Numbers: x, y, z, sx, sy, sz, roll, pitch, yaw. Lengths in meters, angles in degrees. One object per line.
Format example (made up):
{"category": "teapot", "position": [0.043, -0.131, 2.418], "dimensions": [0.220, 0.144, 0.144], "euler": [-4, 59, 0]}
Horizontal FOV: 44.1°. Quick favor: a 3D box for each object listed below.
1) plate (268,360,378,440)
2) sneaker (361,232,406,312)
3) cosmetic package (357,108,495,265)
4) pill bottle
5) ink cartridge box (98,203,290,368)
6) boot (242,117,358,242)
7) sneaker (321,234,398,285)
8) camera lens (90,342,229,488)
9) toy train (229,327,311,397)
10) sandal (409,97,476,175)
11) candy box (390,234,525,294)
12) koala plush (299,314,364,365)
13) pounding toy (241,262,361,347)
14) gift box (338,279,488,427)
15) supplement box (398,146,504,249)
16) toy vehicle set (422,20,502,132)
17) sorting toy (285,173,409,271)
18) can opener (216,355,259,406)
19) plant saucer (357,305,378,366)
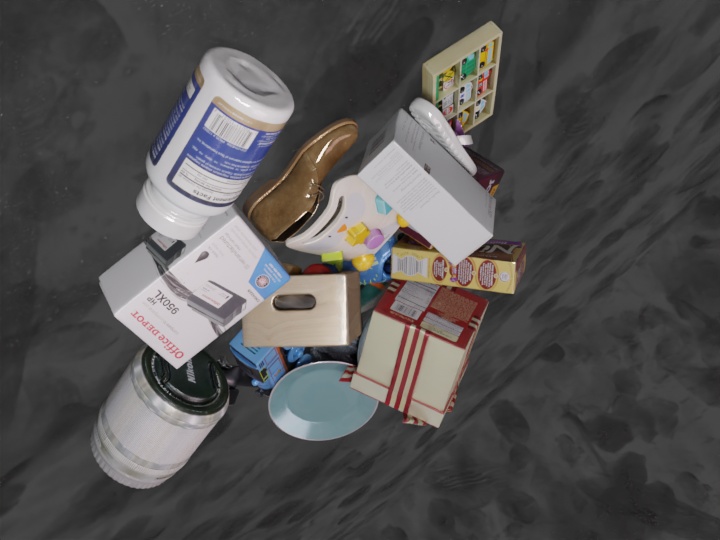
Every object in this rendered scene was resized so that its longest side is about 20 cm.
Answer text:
{"category": "plate", "position": [-0.066, 0.226, 1.571], "dimensions": [0.197, 0.026, 0.202], "euler": [-5, 128, -6]}
{"category": "sneaker", "position": [0.026, 0.009, 1.588], "dimensions": [0.199, 0.080, 0.071], "euler": [-37, -171, -25]}
{"category": "cosmetic package", "position": [0.098, -0.117, 1.260], "dimensions": [0.081, 0.199, 0.113], "euler": [-41, -161, 31]}
{"category": "pill bottle", "position": [-0.166, -0.132, 0.972], "dimensions": [0.110, 0.111, 0.200], "euler": [-7, 142, -53]}
{"category": "ink cartridge box", "position": [-0.214, 0.011, 1.157], "dimensions": [0.199, 0.084, 0.145], "euler": [-38, 136, 0]}
{"category": "boot", "position": [-0.066, -0.119, 1.207], "dimensions": [0.200, 0.076, 0.073], "euler": [-44, 154, 8]}
{"category": "sneaker", "position": [0.000, 0.000, 1.498], "dimensions": [0.075, 0.105, 0.201], "euler": [-14, 147, -46]}
{"category": "camera lens", "position": [-0.307, 0.216, 1.361], "dimensions": [0.159, 0.161, 0.200], "euler": [-6, 142, -53]}
{"category": "toy train", "position": [-0.153, 0.149, 1.540], "dimensions": [0.114, 0.086, 0.201], "euler": [-46, 154, -19]}
{"category": "sandal", "position": [0.135, -0.197, 1.298], "dimensions": [0.050, 0.082, 0.203], "euler": [-50, 151, -1]}
{"category": "candy box", "position": [0.158, -0.015, 1.417], "dimensions": [0.117, 0.197, 0.057], "euler": [-41, 134, -65]}
{"category": "koala plush", "position": [-0.041, 0.127, 1.657], "dimensions": [0.177, 0.183, 0.202], "euler": [-37, 139, -28]}
{"category": "pounding toy", "position": [-0.108, 0.035, 1.315], "dimensions": [0.197, 0.144, 0.184], "euler": [-1, -179, 7]}
{"category": "gift box", "position": [0.083, 0.133, 1.440], "dimensions": [0.200, 0.183, 0.189], "euler": [-45, 155, -52]}
{"category": "supplement box", "position": [0.143, -0.122, 1.441], "dimensions": [0.199, 0.085, 0.111], "euler": [-26, 144, -56]}
{"category": "toy vehicle set", "position": [0.148, -0.266, 1.318], "dimensions": [0.124, 0.027, 0.201], "euler": [-34, 158, -11]}
{"category": "sorting toy", "position": [-0.026, -0.076, 1.298], "dimensions": [0.200, 0.107, 0.179], "euler": [-48, 159, 21]}
{"category": "can opener", "position": [-0.224, 0.193, 1.591], "dimensions": [0.080, 0.063, 0.200], "euler": [-69, 164, 3]}
{"category": "plant saucer", "position": [0.059, 0.125, 1.616], "dimensions": [0.199, 0.038, 0.204], "euler": [-18, 119, -37]}
